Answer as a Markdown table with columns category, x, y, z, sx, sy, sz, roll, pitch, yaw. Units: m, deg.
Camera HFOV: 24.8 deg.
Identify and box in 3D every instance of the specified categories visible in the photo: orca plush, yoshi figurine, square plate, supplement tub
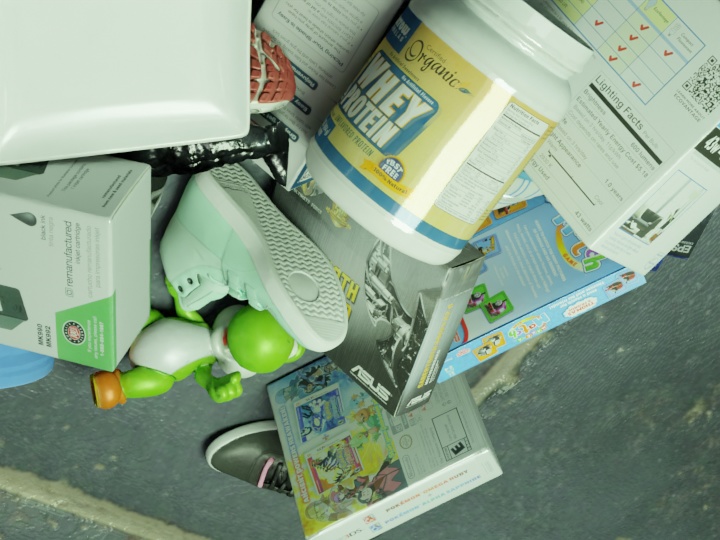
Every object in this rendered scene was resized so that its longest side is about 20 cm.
| category | x | y | z | sx | sy | sz | roll | pitch | yaw |
| --- | --- | --- | --- | --- | --- | --- | --- | --- | --- |
| orca plush | -0.156 | -0.079 | 1.269 | 0.198 | 0.072 | 0.105 | 10 | 160 | -3 |
| yoshi figurine | -0.142 | 0.064 | 1.451 | 0.198 | 0.112 | 0.113 | -8 | 122 | -13 |
| square plate | -0.174 | -0.165 | 1.150 | 0.196 | 0.029 | 0.201 | -7 | 136 | -13 |
| supplement tub | 0.067 | -0.121 | 1.232 | 0.144 | 0.145 | 0.200 | 29 | 106 | -32 |

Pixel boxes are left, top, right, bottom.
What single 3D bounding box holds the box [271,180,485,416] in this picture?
| category | x | y | z | sx | sy | sz | roll | pitch | yaw |
| --- | --- | --- | --- | --- | --- | --- | --- | --- | --- |
| box | 0.000 | 0.000 | 1.382 | 0.048 | 0.200 | 0.159 | -19 | 140 | -42 |

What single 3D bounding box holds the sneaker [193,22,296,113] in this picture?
| category | x | y | z | sx | sy | sz | roll | pitch | yaw |
| --- | --- | --- | --- | --- | --- | --- | --- | --- | --- |
| sneaker | -0.146 | -0.153 | 1.282 | 0.198 | 0.078 | 0.082 | 7 | 154 | 10 |

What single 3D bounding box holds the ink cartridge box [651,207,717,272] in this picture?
| category | x | y | z | sx | sy | sz | roll | pitch | yaw |
| --- | --- | --- | --- | --- | --- | --- | --- | --- | --- |
| ink cartridge box | 0.281 | -0.074 | 1.502 | 0.099 | 0.039 | 0.201 | 8 | 125 | -22 |

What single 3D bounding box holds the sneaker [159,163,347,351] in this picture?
| category | x | y | z | sx | sy | sz | roll | pitch | yaw |
| --- | --- | --- | --- | --- | --- | --- | --- | --- | --- |
| sneaker | -0.094 | 0.014 | 1.384 | 0.073 | 0.201 | 0.118 | -10 | 145 | -48 |

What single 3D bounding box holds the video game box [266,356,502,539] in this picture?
| category | x | y | z | sx | sy | sz | roll | pitch | yaw |
| --- | --- | --- | --- | --- | --- | --- | --- | --- | --- |
| video game box | 0.017 | 0.144 | 1.494 | 0.181 | 0.201 | 0.047 | -25 | 131 | 6 |

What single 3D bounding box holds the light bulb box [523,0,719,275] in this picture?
| category | x | y | z | sx | sy | sz | roll | pitch | yaw |
| --- | --- | --- | --- | --- | --- | --- | --- | --- | --- |
| light bulb box | 0.217 | -0.141 | 1.303 | 0.200 | 0.199 | 0.125 | -45 | 152 | 16 |

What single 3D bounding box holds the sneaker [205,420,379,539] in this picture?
| category | x | y | z | sx | sy | sz | roll | pitch | yaw |
| --- | --- | --- | --- | --- | --- | --- | --- | --- | --- |
| sneaker | -0.050 | 0.208 | 1.592 | 0.199 | 0.100 | 0.071 | 11 | 126 | -21 |

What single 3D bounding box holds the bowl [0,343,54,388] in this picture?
| category | x | y | z | sx | sy | sz | roll | pitch | yaw |
| --- | --- | --- | --- | --- | --- | --- | --- | --- | --- |
| bowl | -0.347 | 0.049 | 1.330 | 0.199 | 0.201 | 0.040 | 4 | 102 | -18 |

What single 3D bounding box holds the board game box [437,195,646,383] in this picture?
| category | x | y | z | sx | sy | sz | roll | pitch | yaw |
| --- | --- | --- | --- | --- | --- | --- | --- | --- | --- |
| board game box | 0.131 | -0.006 | 1.439 | 0.199 | 0.152 | 0.037 | -27 | 135 | 7 |

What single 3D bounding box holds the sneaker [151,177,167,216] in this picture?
| category | x | y | z | sx | sy | sz | roll | pitch | yaw |
| --- | --- | --- | --- | --- | --- | --- | --- | --- | --- |
| sneaker | -0.210 | -0.036 | 1.371 | 0.078 | 0.077 | 0.201 | 15 | 119 | -22 |

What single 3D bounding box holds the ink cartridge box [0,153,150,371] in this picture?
| category | x | y | z | sx | sy | sz | roll | pitch | yaw |
| --- | --- | --- | --- | --- | --- | --- | --- | --- | --- |
| ink cartridge box | -0.265 | -0.021 | 1.244 | 0.198 | 0.084 | 0.147 | 12 | 126 | 10 |

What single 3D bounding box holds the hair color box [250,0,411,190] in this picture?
| category | x | y | z | sx | sy | sz | roll | pitch | yaw |
| --- | --- | --- | --- | --- | --- | --- | --- | --- | --- |
| hair color box | -0.034 | -0.174 | 1.292 | 0.100 | 0.060 | 0.201 | 39 | 117 | 12 |

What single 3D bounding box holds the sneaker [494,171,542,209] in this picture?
| category | x | y | z | sx | sy | sz | roll | pitch | yaw |
| --- | --- | --- | --- | --- | --- | --- | --- | --- | --- |
| sneaker | 0.112 | -0.082 | 1.438 | 0.198 | 0.075 | 0.087 | -3 | 139 | -7 |
